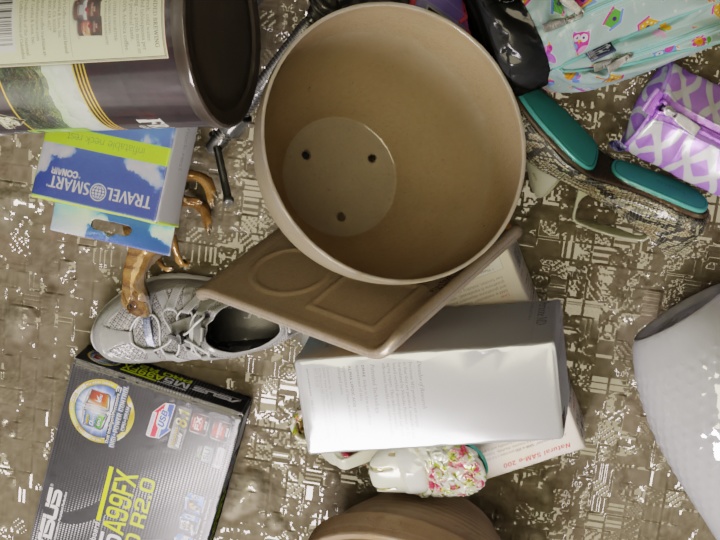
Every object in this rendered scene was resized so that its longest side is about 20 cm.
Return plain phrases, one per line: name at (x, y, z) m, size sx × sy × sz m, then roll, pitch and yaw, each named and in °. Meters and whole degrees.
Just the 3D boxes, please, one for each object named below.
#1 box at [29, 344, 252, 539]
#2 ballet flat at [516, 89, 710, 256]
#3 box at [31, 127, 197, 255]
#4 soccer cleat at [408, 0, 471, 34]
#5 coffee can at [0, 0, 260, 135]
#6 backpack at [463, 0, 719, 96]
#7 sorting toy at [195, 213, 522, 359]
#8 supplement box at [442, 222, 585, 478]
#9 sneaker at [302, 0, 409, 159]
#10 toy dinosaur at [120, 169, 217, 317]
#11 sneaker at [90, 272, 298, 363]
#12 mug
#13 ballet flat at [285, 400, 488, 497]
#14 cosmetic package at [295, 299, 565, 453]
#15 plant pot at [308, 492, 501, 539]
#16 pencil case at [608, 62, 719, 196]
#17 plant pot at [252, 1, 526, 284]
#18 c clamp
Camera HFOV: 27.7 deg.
box at (-0.200, 0.186, 1.316) m, size 0.160 × 0.044 × 0.201 m, roll 18°, pitch 106°, yaw 2°
ballet flat at (0.187, -0.073, 1.189) m, size 0.200 × 0.068 × 0.075 m, roll 32°, pitch 122°, yaw -4°
box at (-0.194, -0.122, 1.194) m, size 0.121 × 0.048 × 0.201 m, roll 12°, pitch 90°, yaw 18°
soccer cleat at (0.067, -0.164, 1.146) m, size 0.076 × 0.067 × 0.201 m, roll 14°, pitch 135°, yaw 9°
coffee can at (-0.193, -0.177, 1.096) m, size 0.199 × 0.146 × 0.147 m, roll 0°, pitch 105°, yaw 18°
backpack at (0.184, -0.206, 1.114) m, size 0.199 × 0.167 × 0.127 m, roll -19°, pitch 110°, yaw -2°
sorting toy at (0.000, 0.000, 1.138) m, size 0.199 × 0.185 × 0.037 m, roll 14°, pitch 128°, yaw 36°
supplement box at (0.098, 0.069, 1.229) m, size 0.126 × 0.074 × 0.201 m, roll -19°, pitch 101°, yaw 13°
sneaker at (-0.015, -0.162, 1.176) m, size 0.074 × 0.087 × 0.200 m, roll 36°, pitch 106°, yaw -3°
toy dinosaur at (-0.179, -0.064, 1.231) m, size 0.106 × 0.060 × 0.201 m, roll -5°, pitch 82°, yaw -16°
sneaker at (-0.141, 0.042, 1.250) m, size 0.199 × 0.082 × 0.075 m, roll -12°, pitch 103°, yaw 11°
mug at (0.324, 0.093, 1.181) m, size 0.200 × 0.148 × 0.176 m, roll -33°, pitch 91°, yaw -16°
ballet flat at (0.016, 0.152, 1.218) m, size 0.200 × 0.064 × 0.076 m, roll 18°, pitch 131°, yaw 43°
cosmetic package at (0.059, 0.081, 1.134) m, size 0.199 × 0.113 × 0.082 m, roll -7°, pitch 105°, yaw 10°
plant pot at (0.054, 0.250, 1.254) m, size 0.200 × 0.093 × 0.201 m, roll 15°, pitch 140°, yaw 13°
pencil case at (0.304, -0.093, 1.152) m, size 0.199 × 0.085 × 0.084 m, roll 25°, pitch 86°, yaw -1°
plant pot at (0.005, -0.081, 1.083) m, size 0.199 × 0.134 × 0.201 m, roll 3°, pitch 81°, yaw -19°
c clamp at (-0.071, -0.175, 1.154) m, size 0.027 × 0.171 × 0.200 m, roll 17°, pitch 122°, yaw -37°
